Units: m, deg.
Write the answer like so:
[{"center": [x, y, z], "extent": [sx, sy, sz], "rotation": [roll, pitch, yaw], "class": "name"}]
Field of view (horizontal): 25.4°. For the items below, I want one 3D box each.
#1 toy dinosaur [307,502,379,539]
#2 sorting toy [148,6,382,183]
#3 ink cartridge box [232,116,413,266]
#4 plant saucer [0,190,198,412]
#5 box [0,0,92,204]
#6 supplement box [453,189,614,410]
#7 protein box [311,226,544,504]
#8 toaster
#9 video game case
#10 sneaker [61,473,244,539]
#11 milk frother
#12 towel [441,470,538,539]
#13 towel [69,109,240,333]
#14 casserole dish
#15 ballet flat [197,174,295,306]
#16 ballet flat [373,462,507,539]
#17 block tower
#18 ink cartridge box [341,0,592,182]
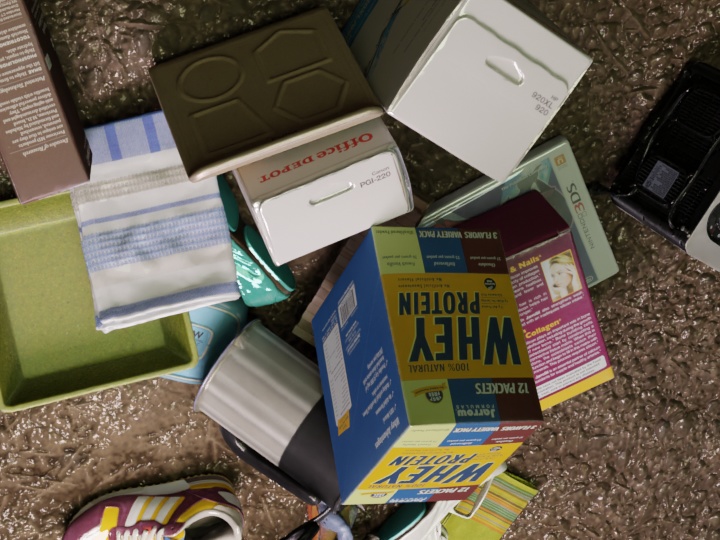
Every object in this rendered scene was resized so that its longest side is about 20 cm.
[{"center": [-0.038, 0.249, 1.775], "extent": [0.199, 0.105, 0.182], "rotation": [-30, 103, 12], "class": "toy dinosaur"}, {"center": [-0.090, -0.162, 1.481], "extent": [0.184, 0.200, 0.037], "rotation": [-20, 132, -5], "class": "sorting toy"}, {"center": [-0.052, -0.116, 1.509], "extent": [0.145, 0.200, 0.085], "rotation": [-22, 131, -4], "class": "ink cartridge box"}, {"center": [-0.276, 0.020, 1.569], "extent": [0.198, 0.048, 0.202], "rotation": [-13, 89, -10], "class": "plant saucer"}, {"center": [-0.308, -0.173, 1.448], "extent": [0.074, 0.100, 0.201], "rotation": [-16, 111, -2], "class": "box"}, {"center": [0.172, 0.040, 1.690], "extent": [0.130, 0.103, 0.201], "rotation": [-23, 121, -4], "class": "supplement box"}, {"center": [0.056, 0.094, 1.520], "extent": [0.134, 0.201, 0.199], "rotation": [0, 151, -21], "class": "protein box"}, {"center": [0.367, -0.104, 1.660], "extent": [0.118, 0.200, 0.182], "rotation": [29, 98, -29], "class": "toaster"}, {"center": [0.164, -0.025, 1.727], "extent": [0.199, 0.023, 0.183], "rotation": [-28, 120, -1], "class": "video game case"}, {"center": [-0.225, 0.283, 1.731], "extent": [0.199, 0.090, 0.075], "rotation": [-17, 120, -8], "class": "sneaker"}, {"center": [-0.094, 0.190, 1.629], "extent": [0.188, 0.200, 0.181], "rotation": [34, 126, 10], "class": "milk frother"}, {"center": [0.124, 0.320, 1.895], "extent": [0.086, 0.018, 0.201], "rotation": [27, 106, -26], "class": "towel"}, {"center": [-0.204, -0.051, 1.536], "extent": [0.146, 0.024, 0.202], "rotation": [-12, 88, 2], "class": "towel"}, {"center": [-0.204, 0.058, 1.653], "extent": [0.199, 0.039, 0.122], "rotation": [16, 111, -24], "class": "casserole dish"}, {"center": [-0.143, -0.036, 1.609], "extent": [0.070, 0.068, 0.201], "rotation": [-26, 120, 15], "class": "ballet flat"}, {"center": [0.092, 0.275, 1.830], "extent": [0.069, 0.069, 0.200], "rotation": [39, 98, -29], "class": "ballet flat"}, {"center": [0.000, 0.000, 1.663], "extent": [0.058, 0.054, 0.201], "rotation": [31, 105, 5], "class": "block tower"}, {"center": [0.092, -0.208, 1.509], "extent": [0.147, 0.200, 0.145], "rotation": [28, 106, -26], "class": "ink cartridge box"}]
